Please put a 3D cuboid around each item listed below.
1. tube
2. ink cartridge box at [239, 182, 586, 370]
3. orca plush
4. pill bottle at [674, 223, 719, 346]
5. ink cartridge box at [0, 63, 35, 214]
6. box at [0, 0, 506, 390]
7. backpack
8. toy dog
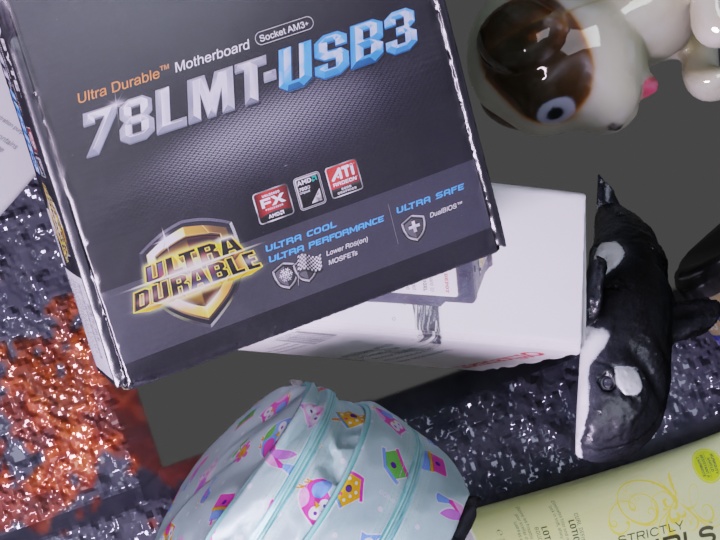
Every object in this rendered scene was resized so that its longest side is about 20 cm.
[{"bbox_3d":[0.144,0.138,1.154,0.200,0.052,0.058,-10,124,-22],"label":"tube"},{"bbox_3d":[0.000,0.000,1.075,0.200,0.145,0.084,6,82,-16],"label":"ink cartridge box"},{"bbox_3d":[0.156,0.028,1.109,0.071,0.200,0.105,2,115,8],"label":"orca plush"},{"bbox_3d":[0.277,0.050,1.171,0.112,0.112,0.200,-39,94,-18],"label":"pill bottle"},{"bbox_3d":[-0.170,-0.143,1.003,0.200,0.144,0.084,-48,138,5],"label":"ink cartridge box"},{"bbox_3d":[-0.051,-0.073,0.942,0.200,0.050,0.199,-19,106,-17],"label":"box"},{"bbox_3d":[-0.027,0.132,1.021,0.126,0.200,0.167,28,76,-12],"label":"backpack"},{"bbox_3d":[0.134,-0.165,1.145,0.194,0.140,0.200,28,75,2],"label":"toy dog"}]
